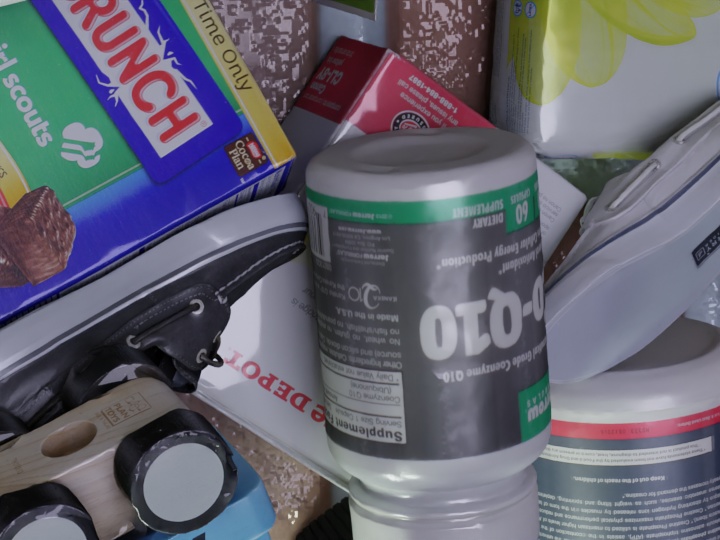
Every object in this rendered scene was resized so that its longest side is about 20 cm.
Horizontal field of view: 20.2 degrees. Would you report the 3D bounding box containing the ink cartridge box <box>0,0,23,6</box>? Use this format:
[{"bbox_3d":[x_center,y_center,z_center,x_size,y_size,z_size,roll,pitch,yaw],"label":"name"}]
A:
[{"bbox_3d":[-0.181,-0.194,0.894,0.199,0.084,0.146,-14,75,3],"label":"ink cartridge box"}]

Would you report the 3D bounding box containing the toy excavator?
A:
[{"bbox_3d":[-0.070,0.134,0.903,0.194,0.100,0.201,-27,119,-17],"label":"toy excavator"}]

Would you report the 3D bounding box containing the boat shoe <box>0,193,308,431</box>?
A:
[{"bbox_3d":[-0.099,0.031,0.949,0.199,0.070,0.066,-28,84,-29],"label":"boat shoe"}]

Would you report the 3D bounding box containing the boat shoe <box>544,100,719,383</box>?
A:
[{"bbox_3d":[0.151,-0.019,1.066,0.200,0.065,0.074,-36,136,-15],"label":"boat shoe"}]

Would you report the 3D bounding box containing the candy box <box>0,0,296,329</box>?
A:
[{"bbox_3d":[-0.156,-0.071,0.970,0.199,0.077,0.170,-30,86,-14],"label":"candy box"}]

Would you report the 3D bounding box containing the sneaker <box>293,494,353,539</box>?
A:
[{"bbox_3d":[-0.016,0.214,1.126,0.088,0.074,0.201,26,101,-24],"label":"sneaker"}]

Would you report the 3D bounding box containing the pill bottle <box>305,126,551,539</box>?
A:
[{"bbox_3d":[0.036,0.038,0.987,0.112,0.113,0.201,-11,107,-19],"label":"pill bottle"}]

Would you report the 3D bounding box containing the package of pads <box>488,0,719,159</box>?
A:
[{"bbox_3d":[0.169,-0.138,1.116,0.199,0.068,0.156,-1,101,-21],"label":"package of pads"}]

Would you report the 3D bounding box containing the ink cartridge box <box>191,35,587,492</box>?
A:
[{"bbox_3d":[0.000,0.000,1.073,0.145,0.083,0.201,35,88,-25],"label":"ink cartridge box"}]

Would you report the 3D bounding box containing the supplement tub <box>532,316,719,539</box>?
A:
[{"bbox_3d":[0.151,0.135,1.132,0.139,0.140,0.201,-10,105,-19],"label":"supplement tub"}]

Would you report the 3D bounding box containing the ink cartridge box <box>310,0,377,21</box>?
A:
[{"bbox_3d":[0.016,-0.231,0.992,0.075,0.148,0.201,-3,104,-22],"label":"ink cartridge box"}]
